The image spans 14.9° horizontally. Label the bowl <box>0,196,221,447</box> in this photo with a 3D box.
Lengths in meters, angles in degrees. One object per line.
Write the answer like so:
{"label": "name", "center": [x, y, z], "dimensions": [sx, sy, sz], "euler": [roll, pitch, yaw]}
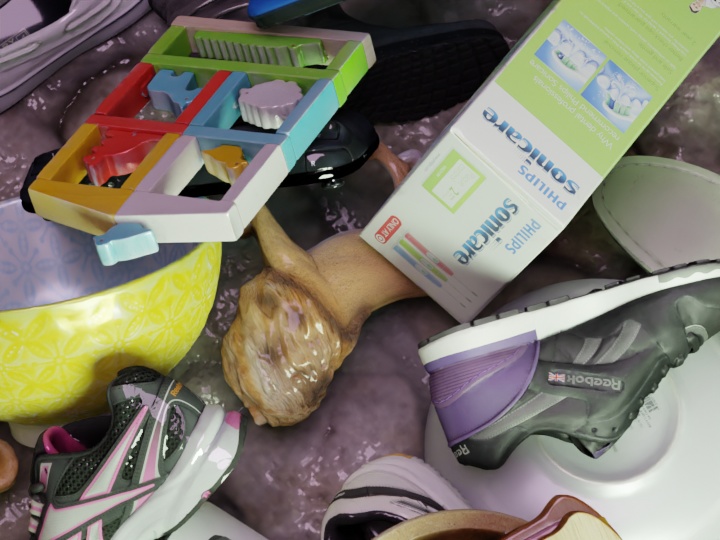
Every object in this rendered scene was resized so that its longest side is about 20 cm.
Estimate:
{"label": "bowl", "center": [-0.167, 0.035, 1.540], "dimensions": [0.199, 0.200, 0.108], "euler": [-11, 110, -4]}

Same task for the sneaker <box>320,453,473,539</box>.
{"label": "sneaker", "center": [0.061, 0.184, 1.486], "dimensions": [0.200, 0.088, 0.076], "euler": [34, 115, 13]}

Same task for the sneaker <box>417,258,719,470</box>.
{"label": "sneaker", "center": [0.137, 0.055, 1.501], "dimensions": [0.199, 0.076, 0.088], "euler": [-16, 82, -2]}

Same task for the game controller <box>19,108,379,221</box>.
{"label": "game controller", "center": [-0.090, -0.060, 1.560], "dimensions": [0.199, 0.104, 0.042], "euler": [-5, 95, 14]}

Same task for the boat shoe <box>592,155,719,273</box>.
{"label": "boat shoe", "center": [0.222, 0.002, 1.587], "dimensions": [0.200, 0.061, 0.072], "euler": [29, 76, 12]}

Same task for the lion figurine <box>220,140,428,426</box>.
{"label": "lion figurine", "center": [0.000, 0.000, 1.586], "dimensions": [0.199, 0.073, 0.123], "euler": [-27, 73, -13]}

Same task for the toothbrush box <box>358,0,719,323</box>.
{"label": "toothbrush box", "center": [0.107, -0.085, 1.550], "dimensions": [0.086, 0.146, 0.200], "euler": [40, 60, -1]}

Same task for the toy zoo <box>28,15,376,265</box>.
{"label": "toy zoo", "center": [-0.092, -0.071, 1.503], "dimensions": [0.131, 0.021, 0.200], "euler": [8, 42, 29]}

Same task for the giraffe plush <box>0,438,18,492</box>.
{"label": "giraffe plush", "center": [-0.265, 0.133, 1.496], "dimensions": [0.172, 0.200, 0.163], "euler": [32, 51, -12]}

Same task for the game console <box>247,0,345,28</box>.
{"label": "game console", "center": [0.064, -0.182, 1.552], "dimensions": [0.118, 0.199, 0.171], "euler": [48, 50, -25]}

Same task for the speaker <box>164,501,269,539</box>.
{"label": "speaker", "center": [-0.023, 0.210, 1.494], "dimensions": [0.199, 0.081, 0.081], "euler": [32, 71, 13]}

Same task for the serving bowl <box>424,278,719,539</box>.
{"label": "serving bowl", "center": [0.136, 0.090, 1.549], "dimensions": [0.199, 0.066, 0.201], "euler": [0, 67, 0]}

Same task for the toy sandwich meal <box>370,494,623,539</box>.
{"label": "toy sandwich meal", "center": [0.068, 0.211, 1.407], "dimensions": [0.204, 0.070, 0.207], "euler": [2, 80, -14]}

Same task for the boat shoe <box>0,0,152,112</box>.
{"label": "boat shoe", "center": [-0.176, -0.171, 1.662], "dimensions": [0.073, 0.065, 0.200], "euler": [39, 73, 16]}

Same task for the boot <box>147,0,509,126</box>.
{"label": "boot", "center": [-0.019, -0.153, 1.655], "dimensions": [0.199, 0.070, 0.132], "euler": [-11, 57, -13]}

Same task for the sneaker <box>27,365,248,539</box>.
{"label": "sneaker", "center": [-0.148, 0.125, 1.487], "dimensions": [0.086, 0.080, 0.200], "euler": [39, 109, -6]}
